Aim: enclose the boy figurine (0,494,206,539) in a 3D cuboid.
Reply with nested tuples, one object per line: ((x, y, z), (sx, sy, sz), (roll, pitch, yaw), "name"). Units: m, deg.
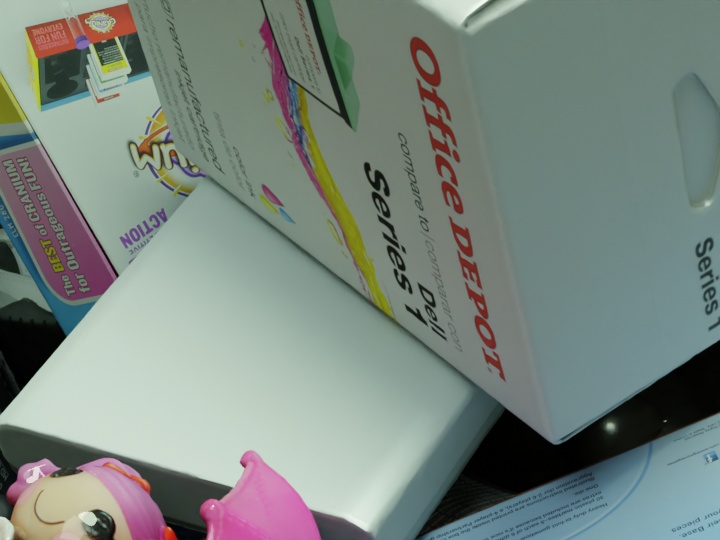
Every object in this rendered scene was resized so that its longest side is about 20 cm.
((-0.041, 0.120, 0.831), (0.124, 0.065, 0.200), (-41, 50, -19), "boy figurine")

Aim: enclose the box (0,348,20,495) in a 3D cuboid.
((-0.222, 0.090, 0.891), (0.148, 0.104, 0.200), (8, 52, 24), "box")

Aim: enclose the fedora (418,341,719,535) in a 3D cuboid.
((0.077, 0.039, 0.844), (0.177, 0.090, 0.200), (-41, 47, -20), "fedora")

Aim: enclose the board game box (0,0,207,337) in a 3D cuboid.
((-0.082, -0.100, 0.885), (0.153, 0.200, 0.040), (-36, 10, -40), "board game box")

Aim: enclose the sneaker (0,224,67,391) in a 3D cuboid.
((-0.091, 0.003, 0.945), (0.200, 0.074, 0.089), (16, 58, 29), "sneaker")

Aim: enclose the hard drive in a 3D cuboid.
((0.000, 0.000, 0.815), (0.132, 0.026, 0.200), (13, 47, 31), "hard drive")

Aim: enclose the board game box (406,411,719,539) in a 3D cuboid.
((0.090, 0.078, 0.707), (0.200, 0.019, 0.103), (-22, 30, 0), "board game box")

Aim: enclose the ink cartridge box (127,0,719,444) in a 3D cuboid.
((0.014, -0.066, 0.753), (0.084, 0.145, 0.200), (-32, 42, -19), "ink cartridge box")

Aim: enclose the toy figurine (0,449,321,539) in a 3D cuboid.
((-0.098, 0.092, 0.691), (0.184, 0.150, 0.200), (-9, 34, -26), "toy figurine")
